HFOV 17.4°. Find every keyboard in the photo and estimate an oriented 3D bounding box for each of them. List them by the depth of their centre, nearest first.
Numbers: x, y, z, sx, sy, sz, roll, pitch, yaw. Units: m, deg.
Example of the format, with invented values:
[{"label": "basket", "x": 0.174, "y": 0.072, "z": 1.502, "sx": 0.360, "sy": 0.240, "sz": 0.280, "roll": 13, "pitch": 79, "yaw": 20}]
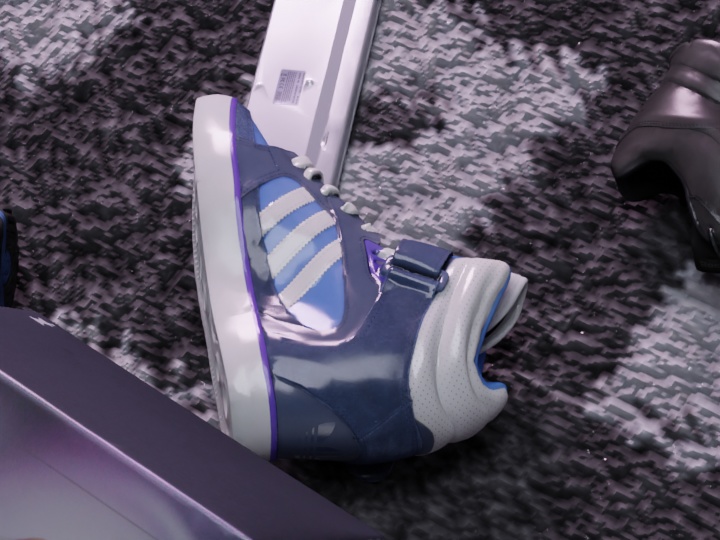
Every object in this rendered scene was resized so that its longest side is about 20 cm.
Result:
[{"label": "keyboard", "x": -0.028, "y": -0.090, "z": 1.185, "sx": 0.056, "sy": 0.011, "sz": 0.201, "roll": 2, "pitch": 56, "yaw": 16}]

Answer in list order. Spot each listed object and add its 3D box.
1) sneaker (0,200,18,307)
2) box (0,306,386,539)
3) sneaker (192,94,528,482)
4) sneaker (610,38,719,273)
[{"label": "sneaker", "x": -0.223, "y": 0.041, "z": 1.078, "sx": 0.077, "sy": 0.076, "sz": 0.201, "roll": 21, "pitch": 60, "yaw": 15}, {"label": "box", "x": -0.132, "y": 0.141, "z": 0.920, "sx": 0.199, "sy": 0.123, "sz": 0.200, "roll": 30, "pitch": 96, "yaw": 25}, {"label": "sneaker", "x": 0.000, "y": 0.000, "z": 1.080, "sx": 0.145, "sy": 0.081, "sz": 0.201, "roll": -5, "pitch": 52, "yaw": -8}, {"label": "sneaker", "x": 0.201, "y": -0.024, "z": 1.078, "sx": 0.199, "sy": 0.076, "sz": 0.091, "roll": 34, "pitch": 76, "yaw": 34}]
